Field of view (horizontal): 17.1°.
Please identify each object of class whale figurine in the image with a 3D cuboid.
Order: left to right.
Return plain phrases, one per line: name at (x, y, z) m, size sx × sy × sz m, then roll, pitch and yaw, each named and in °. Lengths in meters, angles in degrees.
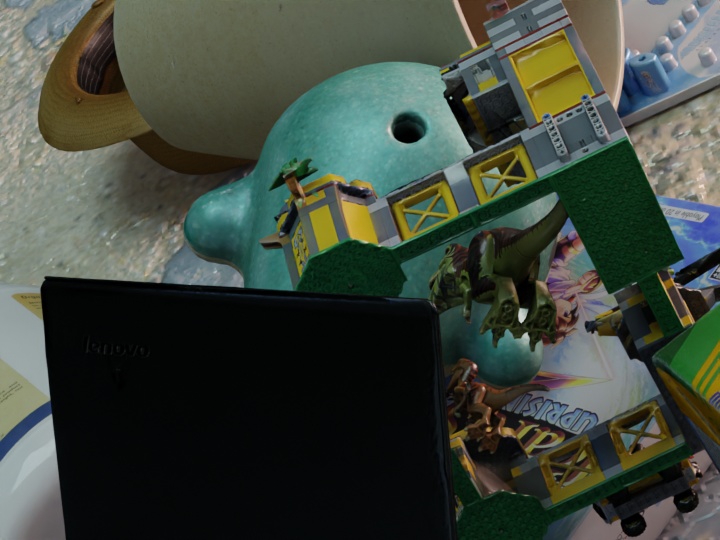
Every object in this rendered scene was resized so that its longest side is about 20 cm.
whale figurine at (0.000, 0.000, 0.950) m, size 0.159 × 0.104 × 0.200 m, roll 25°, pitch 57°, yaw 13°

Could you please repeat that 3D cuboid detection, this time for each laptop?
laptop at (-0.004, 0.099, 0.833) m, size 0.187 × 0.200 × 0.116 m, roll 3°, pitch 67°, yaw 43°

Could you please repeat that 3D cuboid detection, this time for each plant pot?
plant pot at (-0.007, -0.122, 1.108) m, size 0.199 × 0.188 × 0.188 m, roll -14°, pitch 38°, yaw 30°

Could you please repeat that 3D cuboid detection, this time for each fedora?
fedora at (-0.077, -0.112, 1.289) m, size 0.200 × 0.082 × 0.201 m, roll -25°, pitch 35°, yaw 19°

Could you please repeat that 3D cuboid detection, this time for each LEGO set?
LEGO set at (0.052, -0.003, 0.867) m, size 0.153 × 0.200 × 0.116 m, roll -32°, pitch 36°, yaw 12°

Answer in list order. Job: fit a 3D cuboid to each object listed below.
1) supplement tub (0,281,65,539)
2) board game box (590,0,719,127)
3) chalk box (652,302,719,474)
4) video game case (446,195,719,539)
supplement tub at (-0.136, 0.090, 1.032) m, size 0.144 × 0.145 × 0.200 m, roll -43°, pitch 34°, yaw -12°
board game box at (0.192, -0.172, 1.183) m, size 0.199 × 0.026 × 0.200 m, roll -25°, pitch 34°, yaw 15°
chalk box at (0.226, 0.034, 0.810) m, size 0.200 × 0.125 × 0.124 m, roll -37°, pitch 34°, yaw -5°
video game case at (0.069, 0.042, 1.005) m, size 0.200 × 0.046 × 0.181 m, roll 13°, pitch 57°, yaw 48°
